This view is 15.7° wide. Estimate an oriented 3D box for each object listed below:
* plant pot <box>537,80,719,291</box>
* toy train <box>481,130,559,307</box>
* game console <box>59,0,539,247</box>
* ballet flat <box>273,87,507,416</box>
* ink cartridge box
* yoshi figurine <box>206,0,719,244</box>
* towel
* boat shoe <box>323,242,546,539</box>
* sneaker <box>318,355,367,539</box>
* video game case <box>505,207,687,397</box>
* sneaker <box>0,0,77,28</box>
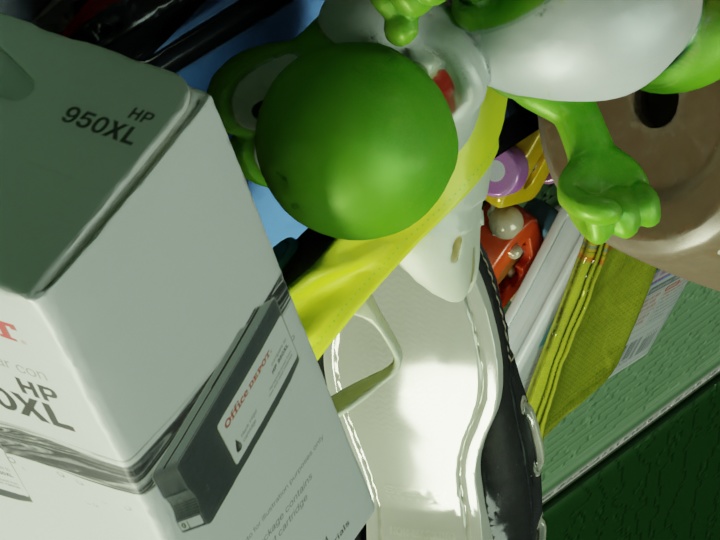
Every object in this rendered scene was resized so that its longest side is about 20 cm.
[{"bbox_3d":[0.162,-0.063,0.979,0.175,0.200,0.200,1,122,-44],"label":"plant pot"},{"bbox_3d":[0.085,-0.070,1.155,0.200,0.056,0.150,-53,162,-5],"label":"toy train"},{"bbox_3d":[-0.001,-0.073,0.899,0.200,0.119,0.172,-35,-177,-19],"label":"game console"},{"bbox_3d":[0.000,0.000,0.903,0.200,0.067,0.067,-48,-170,13],"label":"ballet flat"},{"bbox_3d":[-0.095,0.021,0.785,0.084,0.145,0.200,-54,145,-27],"label":"ink cartridge box"},{"bbox_3d":[0.048,-0.062,0.796,0.200,0.112,0.112,-21,170,12],"label":"yoshi figurine"},{"bbox_3d":[0.120,-0.003,1.174,0.086,0.018,0.200,-35,154,-40],"label":"towel"},{"bbox_3d":[0.036,0.059,1.011,0.060,0.074,0.200,-45,133,-49],"label":"boat shoe"},{"bbox_3d":[-0.045,0.112,1.081,0.200,0.140,0.078,-47,149,-8],"label":"sneaker"},{"bbox_3d":[0.127,-0.011,1.242,0.200,0.024,0.182,-24,145,-56],"label":"video game case"},{"bbox_3d":[-0.110,-0.128,0.844,0.200,0.070,0.082,-36,127,-26],"label":"sneaker"}]
